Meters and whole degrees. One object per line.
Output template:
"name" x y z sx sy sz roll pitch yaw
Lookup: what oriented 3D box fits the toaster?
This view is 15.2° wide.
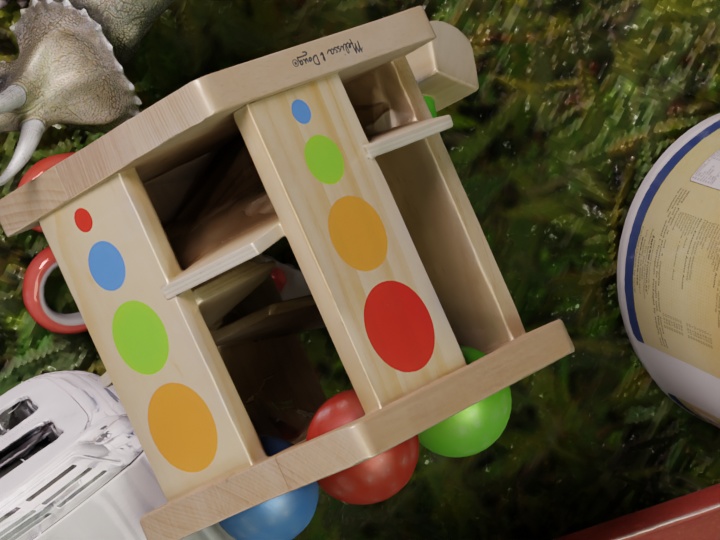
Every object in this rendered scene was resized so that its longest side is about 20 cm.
"toaster" -0.129 0.132 1.033 0.200 0.114 0.129 -35 112 -10

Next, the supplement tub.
"supplement tub" 0.201 0.012 1.082 0.144 0.200 0.145 -3 101 -17

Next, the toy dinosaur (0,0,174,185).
"toy dinosaur" -0.085 -0.125 0.980 0.077 0.102 0.201 24 96 -28

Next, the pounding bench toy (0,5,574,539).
"pounding bench toy" 0.000 0.000 1.004 0.200 0.124 0.157 -24 88 -47

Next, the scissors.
"scissors" -0.044 -0.006 1.082 0.199 0.014 0.074 4 102 -23

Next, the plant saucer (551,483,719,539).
"plant saucer" 0.106 0.179 1.157 0.199 0.037 0.200 -17 128 -9
